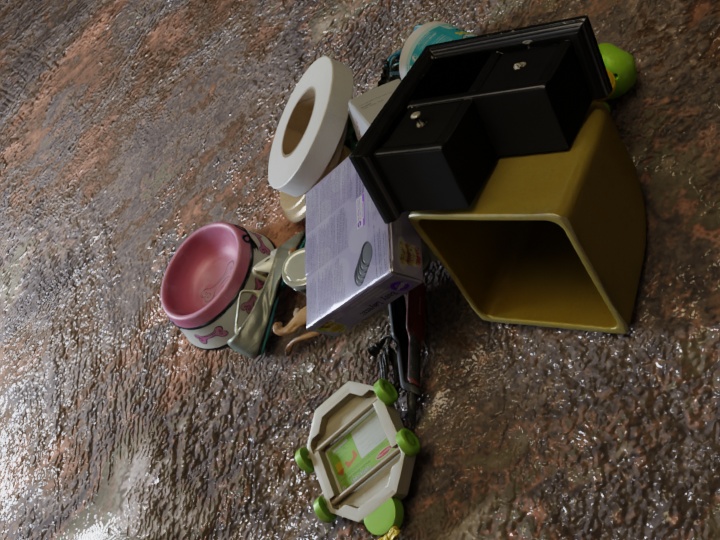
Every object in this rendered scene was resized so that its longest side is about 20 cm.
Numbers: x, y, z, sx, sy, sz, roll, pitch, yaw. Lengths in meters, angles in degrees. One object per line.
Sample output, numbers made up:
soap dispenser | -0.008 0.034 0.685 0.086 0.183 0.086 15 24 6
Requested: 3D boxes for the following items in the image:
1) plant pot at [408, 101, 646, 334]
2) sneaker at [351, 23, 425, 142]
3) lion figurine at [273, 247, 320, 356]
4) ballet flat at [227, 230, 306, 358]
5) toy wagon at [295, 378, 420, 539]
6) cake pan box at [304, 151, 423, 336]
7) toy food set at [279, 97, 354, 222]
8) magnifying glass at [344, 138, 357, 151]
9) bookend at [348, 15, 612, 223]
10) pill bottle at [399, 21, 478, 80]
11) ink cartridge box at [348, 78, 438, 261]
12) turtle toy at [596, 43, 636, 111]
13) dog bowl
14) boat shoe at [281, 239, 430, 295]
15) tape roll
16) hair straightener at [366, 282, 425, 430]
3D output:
plant pot | 0.209 -0.073 1.036 0.193 0.196 0.201 4 54 42
sneaker | 0.049 -0.274 1.380 0.200 0.082 0.073 -48 44 5
lion figurine | -0.044 0.019 1.282 0.121 0.072 0.203 -1 75 31
ballet flat | -0.136 0.025 1.338 0.063 0.067 0.202 21 74 0
toy wagon | 0.004 0.231 1.090 0.155 0.039 0.201 -43 52 23
cake pan box | -0.002 -0.046 1.099 0.184 0.052 0.202 -35 49 46
toy food set | -0.060 -0.164 1.381 0.200 0.048 0.200 -30 45 57
magnifying glass | -0.011 -0.128 1.333 0.200 0.022 0.080 -113 43 -61
bookend | 0.124 -0.151 0.956 0.197 0.093 0.201 0 45 39
pill bottle | 0.147 -0.260 1.265 0.111 0.111 0.200 -51 43 0
ink cartridge box | 0.070 -0.133 1.206 0.084 0.145 0.200 -27 44 -8
turtle toy | 0.242 -0.229 1.126 0.146 0.198 0.102 135 134 -67
dog bowl | -0.221 0.015 1.423 0.199 0.074 0.202 -23 49 28
boat shoe | 0.000 -0.003 1.196 0.199 0.060 0.073 -7 63 22
tape roll | -0.074 -0.205 1.338 0.203 0.037 0.204 -47 32 41
hair straightener | 0.047 0.105 1.162 0.076 0.041 0.202 -23 54 33
